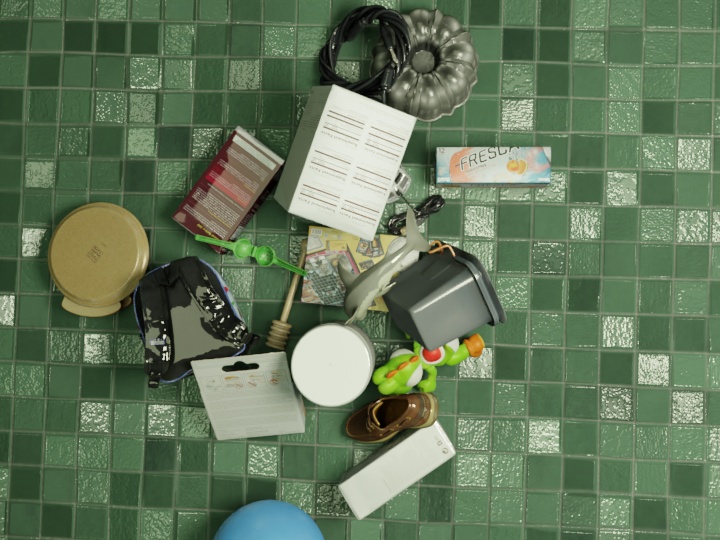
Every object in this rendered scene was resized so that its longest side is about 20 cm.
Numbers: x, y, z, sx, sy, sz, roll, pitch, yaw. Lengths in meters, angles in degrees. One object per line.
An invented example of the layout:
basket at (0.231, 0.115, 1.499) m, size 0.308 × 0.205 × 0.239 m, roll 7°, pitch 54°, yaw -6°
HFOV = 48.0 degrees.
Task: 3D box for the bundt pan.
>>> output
bundt pan at (0.112, -0.367, 1.412) m, size 0.200 × 0.076 × 0.204 m, roll 0°, pitch 88°, yaw 3°

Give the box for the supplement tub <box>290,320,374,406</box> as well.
supplement tub at (-0.042, 0.150, 1.341) m, size 0.131 × 0.200 × 0.133 m, roll 0°, pitch 88°, yaw 4°

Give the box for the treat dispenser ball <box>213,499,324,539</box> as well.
treat dispenser ball at (-0.152, 0.484, 1.336) m, size 0.199 × 0.201 × 0.203 m, roll 0°, pitch 88°, yaw 3°

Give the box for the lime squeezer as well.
lime squeezer at (-0.189, -0.027, 1.400) m, size 0.198 × 0.071 × 0.038 m, roll 19°, pitch 113°, yaw -8°

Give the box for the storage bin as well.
storage bin at (0.120, 0.039, 1.313) m, size 0.134 × 0.200 × 0.146 m, roll -30°, pitch 109°, yaw -10°

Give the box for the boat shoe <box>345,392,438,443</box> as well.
boat shoe at (0.039, 0.242, 1.354) m, size 0.199 × 0.067 × 0.073 m, roll -26°, pitch 58°, yaw 42°

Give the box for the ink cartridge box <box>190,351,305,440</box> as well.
ink cartridge box at (-0.187, 0.203, 1.368) m, size 0.161 × 0.050 × 0.201 m, roll -6°, pitch 127°, yaw 3°

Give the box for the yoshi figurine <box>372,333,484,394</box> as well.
yoshi figurine at (0.108, 0.152, 1.400) m, size 0.199 × 0.112 × 0.113 m, roll -28°, pitch 127°, yaw -12°

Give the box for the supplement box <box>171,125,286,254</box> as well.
supplement box at (-0.228, -0.140, 1.431) m, size 0.109 × 0.061 × 0.201 m, roll 37°, pitch 90°, yaw 3°

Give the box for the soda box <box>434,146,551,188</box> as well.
soda box at (0.227, -0.178, 1.401) m, size 0.198 × 0.068 × 0.064 m, roll 0°, pitch 88°, yaw 4°

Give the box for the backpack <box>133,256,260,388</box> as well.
backpack at (-0.291, 0.078, 1.383) m, size 0.199 × 0.154 × 0.192 m, roll -20°, pitch 89°, yaw -9°

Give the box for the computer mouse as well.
computer mouse at (0.050, -0.162, 1.427) m, size 0.109 × 0.044 × 0.200 m, roll -38°, pitch 92°, yaw 7°

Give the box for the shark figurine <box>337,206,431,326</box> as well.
shark figurine at (0.012, 0.002, 1.270) m, size 0.089 × 0.128 × 0.215 m, roll 45°, pitch 119°, yaw 9°

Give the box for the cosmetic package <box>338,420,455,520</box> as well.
cosmetic package at (0.062, 0.331, 1.380) m, size 0.199 × 0.102 × 0.074 m, roll -33°, pitch 86°, yaw 0°

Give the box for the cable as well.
cable at (-0.002, -0.375, 1.385) m, size 0.199 × 0.051 × 0.164 m, roll 29°, pitch 108°, yaw 41°

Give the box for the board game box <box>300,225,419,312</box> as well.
board game box at (0.000, 0.000, 1.415) m, size 0.198 × 0.035 × 0.137 m, roll 7°, pitch 88°, yaw -4°

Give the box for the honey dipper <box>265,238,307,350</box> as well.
honey dipper at (-0.123, 0.040, 1.434) m, size 0.038 × 0.038 × 0.202 m, roll 16°, pitch 86°, yaw 4°

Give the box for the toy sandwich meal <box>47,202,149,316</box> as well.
toy sandwich meal at (-0.460, -0.019, 1.441) m, size 0.203 × 0.070 × 0.207 m, roll -1°, pitch 83°, yaw 5°

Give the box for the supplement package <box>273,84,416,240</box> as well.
supplement package at (-0.031, -0.176, 1.299) m, size 0.146 × 0.191 × 0.201 m, roll 18°, pitch 97°, yaw -16°
